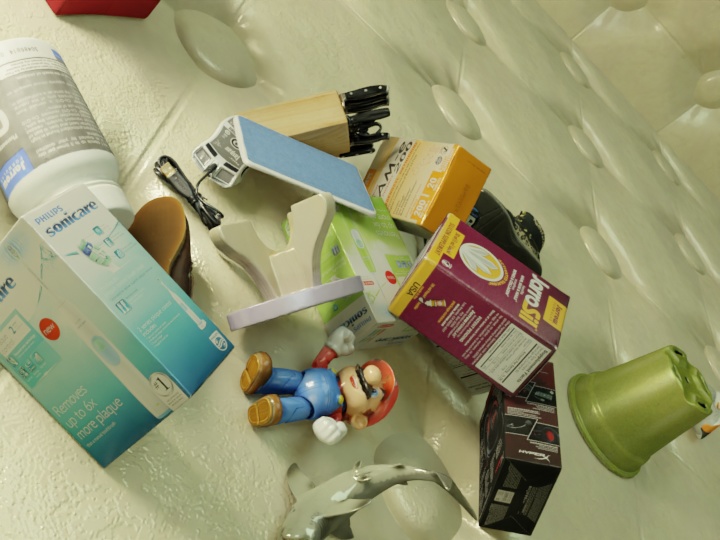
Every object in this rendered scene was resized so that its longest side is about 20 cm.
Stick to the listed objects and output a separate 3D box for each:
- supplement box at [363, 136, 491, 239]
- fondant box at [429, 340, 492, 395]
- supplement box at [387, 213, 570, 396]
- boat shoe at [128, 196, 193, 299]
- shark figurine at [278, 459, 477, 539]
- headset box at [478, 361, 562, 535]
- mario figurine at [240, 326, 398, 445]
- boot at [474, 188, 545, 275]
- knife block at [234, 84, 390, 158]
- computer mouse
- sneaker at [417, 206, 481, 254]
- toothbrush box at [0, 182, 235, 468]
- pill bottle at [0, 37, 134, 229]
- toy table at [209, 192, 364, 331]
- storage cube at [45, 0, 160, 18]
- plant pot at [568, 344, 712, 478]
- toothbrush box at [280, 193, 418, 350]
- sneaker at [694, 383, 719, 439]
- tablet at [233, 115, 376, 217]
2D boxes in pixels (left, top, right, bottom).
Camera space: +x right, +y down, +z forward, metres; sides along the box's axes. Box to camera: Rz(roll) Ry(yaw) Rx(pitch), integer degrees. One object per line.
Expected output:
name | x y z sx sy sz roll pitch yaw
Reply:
supplement box | 0.084 -0.122 1.251 0.073 0.127 0.199 28 -4 -32
fondant box | 0.158 0.063 1.270 0.201 0.058 0.144 53 48 -12
supplement box | 0.155 0.042 1.093 0.199 0.104 0.131 34 35 -1
boat shoe | -0.213 0.012 0.897 0.071 0.070 0.202 74 11 -50
shark figurine | 0.004 0.252 0.901 0.128 0.212 0.090 -129 -155 -59
headset box | 0.209 0.222 1.133 0.074 0.150 0.201 10 39 0
mario figurine | -0.031 0.127 0.965 0.199 0.105 0.125 5 88 -40
boot | 0.280 -0.086 1.613 0.204 0.073 0.154 52 29 -9
knife block | -0.054 -0.215 1.209 0.199 0.175 0.064 15 46 -44
computer mouse | -0.183 -0.134 1.095 0.110 0.044 0.200 42 38 -6
sneaker | 0.150 -0.046 1.365 0.073 0.112 0.202 21 43 -38
toothbrush box | -0.235 0.050 0.746 0.200 0.146 0.085 49 32 -6
pill bottle | -0.311 -0.118 0.843 0.113 0.114 0.201 -13 69 -55
toy table | -0.088 -0.008 0.987 0.200 0.182 0.118 -16 88 -65
storage cube | -0.328 -0.449 1.085 0.201 0.179 0.171 56 32 5
plant pot | 0.496 0.230 1.471 0.200 0.184 0.202 32 37 -29
toothbrush box | 0.000 0.000 1.154 0.145 0.086 0.202 1 59 -51
sneaker | 0.729 0.290 1.828 0.092 0.076 0.200 47 24 5
tablet | -0.074 -0.138 1.128 0.198 0.014 0.131 20 29 -28
